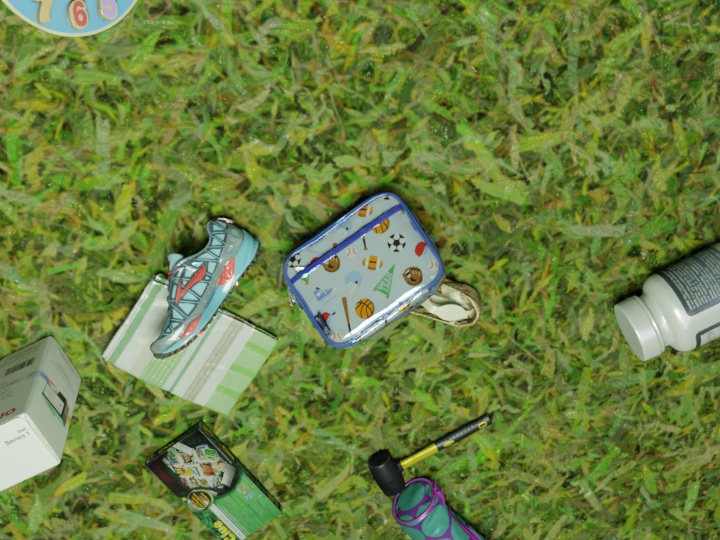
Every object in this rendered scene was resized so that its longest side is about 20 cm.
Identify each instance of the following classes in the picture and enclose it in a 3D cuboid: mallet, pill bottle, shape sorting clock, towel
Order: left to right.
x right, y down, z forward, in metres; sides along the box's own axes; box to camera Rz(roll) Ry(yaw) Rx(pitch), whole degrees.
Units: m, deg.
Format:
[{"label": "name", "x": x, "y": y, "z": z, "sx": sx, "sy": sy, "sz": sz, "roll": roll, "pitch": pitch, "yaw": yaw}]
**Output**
[{"label": "shape sorting clock", "x": -0.314, "y": -0.355, "z": 0.978, "sx": 0.199, "sy": 0.039, "sz": 0.201, "roll": -11, "pitch": 106, "yaw": -41}, {"label": "towel", "x": -0.232, "y": 0.105, "z": 1.252, "sx": 0.199, "sy": 0.031, "sz": 0.149, "roll": 30, "pitch": 107, "yaw": -23}, {"label": "mallet", "x": 0.111, "y": 0.280, "z": 1.382, "sx": 0.199, "sy": 0.041, "sz": 0.066, "roll": -21, "pitch": 114, "yaw": -5}, {"label": "pill bottle", "x": 0.472, "y": 0.045, "z": 1.295, "sx": 0.199, "sy": 0.120, "sz": 0.120, "roll": -26, "pitch": 115, "yaw": 2}]

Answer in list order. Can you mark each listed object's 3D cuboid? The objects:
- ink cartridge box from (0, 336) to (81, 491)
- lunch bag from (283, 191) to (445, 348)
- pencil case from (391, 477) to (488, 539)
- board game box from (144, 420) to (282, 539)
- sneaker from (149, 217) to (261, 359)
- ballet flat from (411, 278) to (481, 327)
[{"label": "ink cartridge box", "x": -0.448, "y": 0.188, "z": 1.151, "sx": 0.144, "sy": 0.200, "sz": 0.084, "roll": -25, "pitch": 115, "yaw": 2}, {"label": "lunch bag", "x": 0.000, "y": 0.000, "z": 1.191, "sx": 0.199, "sy": 0.076, "sz": 0.161, "roll": -33, "pitch": 80, "yaw": 4}, {"label": "pencil case", "x": 0.138, "y": 0.410, "z": 1.415, "sx": 0.092, "sy": 0.085, "sz": 0.200, "roll": -32, "pitch": 116, "yaw": 23}, {"label": "board game box", "x": -0.215, "y": 0.320, "z": 1.348, "sx": 0.105, "sy": 0.023, "sz": 0.200, "roll": -35, "pitch": 114, "yaw": 4}, {"label": "sneaker", "x": -0.219, "y": 0.020, "z": 1.174, "sx": 0.095, "sy": 0.079, "sz": 0.200, "roll": 37, "pitch": 74, "yaw": -10}, {"label": "ballet flat", "x": 0.080, "y": 0.032, "z": 1.250, "sx": 0.199, "sy": 0.065, "sz": 0.071, "roll": 12, "pitch": 112, "yaw": -14}]
